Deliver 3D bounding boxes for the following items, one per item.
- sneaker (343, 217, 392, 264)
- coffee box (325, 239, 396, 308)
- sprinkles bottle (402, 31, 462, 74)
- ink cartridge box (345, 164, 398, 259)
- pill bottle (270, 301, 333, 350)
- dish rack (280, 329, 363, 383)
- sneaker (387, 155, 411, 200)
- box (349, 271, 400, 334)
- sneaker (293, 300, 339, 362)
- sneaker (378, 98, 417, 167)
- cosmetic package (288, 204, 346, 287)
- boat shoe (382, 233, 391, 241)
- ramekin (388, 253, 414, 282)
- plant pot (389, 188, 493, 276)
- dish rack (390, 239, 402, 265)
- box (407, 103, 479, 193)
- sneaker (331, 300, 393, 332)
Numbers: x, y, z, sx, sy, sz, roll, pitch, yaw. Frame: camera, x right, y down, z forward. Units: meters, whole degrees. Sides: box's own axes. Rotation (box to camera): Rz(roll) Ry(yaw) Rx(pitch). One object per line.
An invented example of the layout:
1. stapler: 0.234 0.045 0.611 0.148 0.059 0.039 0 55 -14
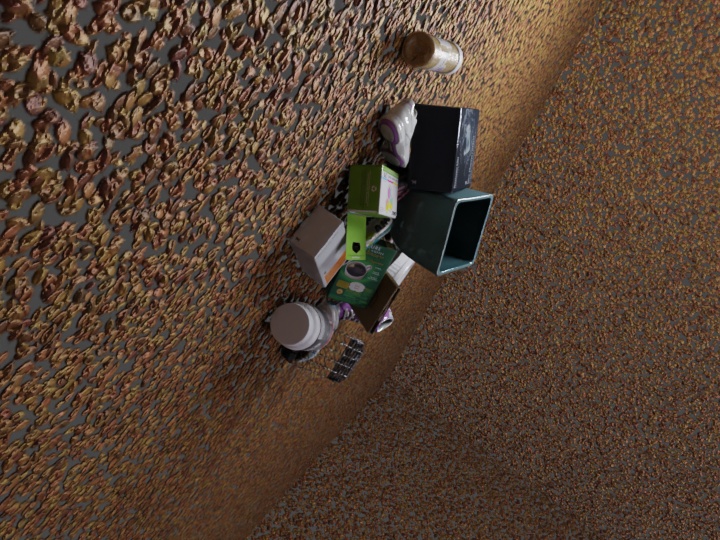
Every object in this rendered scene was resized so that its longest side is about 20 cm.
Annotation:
1. sneaker: -0.002 -0.066 1.504 0.200 0.078 0.080 -35 157 -6
2. coffee box: 0.000 0.000 1.663 0.044 0.122 0.201 -102 -146 -57
3. sprinkles bottle: 0.147 -0.434 1.257 0.068 0.068 0.200 -61 165 24
4. ink cartridge box: 0.026 -0.122 1.376 0.148 0.075 0.201 -3 96 -73
5. pill bottle: -0.141 0.135 1.506 0.114 0.114 0.200 -55 166 0
6. dish rack: -0.096 0.213 1.689 0.154 0.199 0.055 -57 -155 11
7. sneaker: 0.060 -0.197 1.530 0.201 0.079 0.095 -60 154 12
8. box: 0.023 0.054 1.749 0.021 0.200 0.164 12 118 -38
9. sneaker: -0.126 0.174 1.735 0.201 0.076 0.081 -63 163 20
10. sneaker: 0.094 -0.297 1.376 0.100 0.075 0.200 -51 166 -13
11. cosmetic package: -0.084 -0.048 1.360 0.102 0.071 0.200 -52 166 -12
12. boat shoe: 0.069 -0.146 1.677 0.072 0.059 0.200 -46 164 -30
13. ramekin: 0.081 0.019 1.999 0.203 0.094 0.202 -52 173 -9
14. plant pot: 0.187 -0.126 1.607 0.195 0.199 0.197 -15 124 -51
15. dish rack: 0.085 -0.066 1.822 0.172 0.043 0.200 -46 -169 37
16. box: 0.205 -0.299 1.528 0.200 0.117 0.198 -27 124 -63
17. sneaker: 0.004 0.132 1.840 0.199 0.115 0.073 -5 132 -22
